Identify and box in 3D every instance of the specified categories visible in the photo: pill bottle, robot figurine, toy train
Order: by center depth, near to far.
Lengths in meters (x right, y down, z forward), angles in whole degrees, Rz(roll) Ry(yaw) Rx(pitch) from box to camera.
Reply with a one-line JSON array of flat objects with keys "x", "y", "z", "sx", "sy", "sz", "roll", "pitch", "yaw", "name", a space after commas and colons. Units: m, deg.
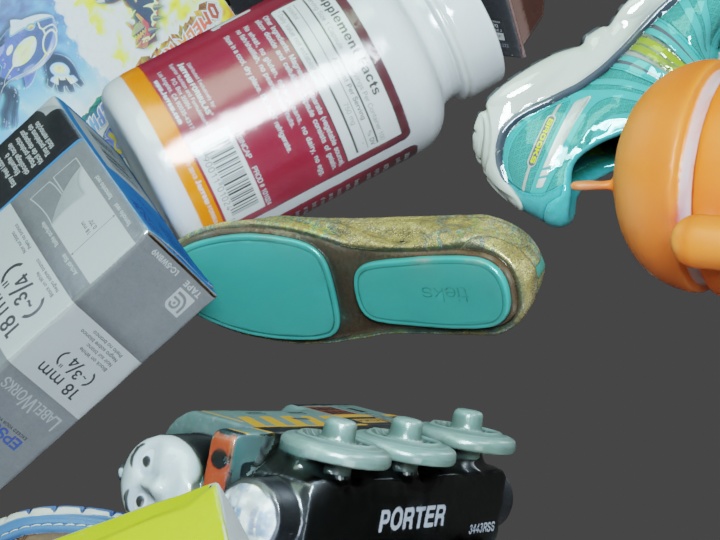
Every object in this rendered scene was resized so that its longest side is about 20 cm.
[{"x": -0.015, "y": 0.096, "z": 0.955, "sx": 0.114, "sy": 0.200, "sz": 0.085, "roll": 11, "pitch": 95, "yaw": 32, "name": "toy train"}, {"x": 0.206, "y": -0.040, "z": 1.044, "sx": 0.200, "sy": 0.117, "sz": 0.144, "roll": 7, "pitch": 64, "yaw": 27, "name": "robot figurine"}, {"x": -0.029, "y": -0.094, "z": 1.201, "sx": 0.200, "sy": 0.113, "sz": 0.113, "roll": -28, "pitch": 42, "yaw": -8, "name": "pill bottle"}]

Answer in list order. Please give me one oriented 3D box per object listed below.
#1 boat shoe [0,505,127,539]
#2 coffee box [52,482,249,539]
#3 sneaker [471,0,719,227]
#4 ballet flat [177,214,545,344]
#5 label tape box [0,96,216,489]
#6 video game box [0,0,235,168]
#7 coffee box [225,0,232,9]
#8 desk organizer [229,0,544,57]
[{"x": -0.169, "y": 0.163, "z": 1.030, "sx": 0.200, "sy": 0.072, "sz": 0.072, "roll": -13, "pitch": 46, "yaw": 25, "name": "boat shoe"}, {"x": -0.100, "y": 0.237, "z": 0.817, "sx": 0.200, "sy": 0.198, "sz": 0.200, "roll": -19, "pitch": 41, "yaw": 3, "name": "coffee box"}, {"x": 0.155, "y": -0.092, "z": 1.168, "sx": 0.200, "sy": 0.078, "sz": 0.080, "roll": -36, "pitch": 62, "yaw": -8, "name": "sneaker"}, {"x": 0.000, "y": 0.000, "z": 1.134, "sx": 0.200, "sy": 0.071, "sz": 0.071, "roll": 1, "pitch": 46, "yaw": 25, "name": "ballet flat"}, {"x": -0.188, "y": 0.026, "z": 1.135, "sx": 0.200, "sy": 0.063, "sz": 0.144, "roll": -42, "pitch": 42, "yaw": 3, "name": "label tape box"}, {"x": -0.176, "y": -0.129, "z": 1.248, "sx": 0.200, "sy": 0.182, "sz": 0.047, "roll": -47, "pitch": 26, "yaw": -25, "name": "video game box"}, {"x": -0.168, "y": -0.164, "z": 1.357, "sx": 0.113, "sy": 0.080, "sz": 0.200, "roll": 23, "pitch": 58, "yaw": 38, "name": "coffee box"}, {"x": 0.017, "y": -0.186, "z": 1.310, "sx": 0.200, "sy": 0.072, "sz": 0.077, "roll": 10, "pitch": 48, "yaw": 31, "name": "desk organizer"}]
